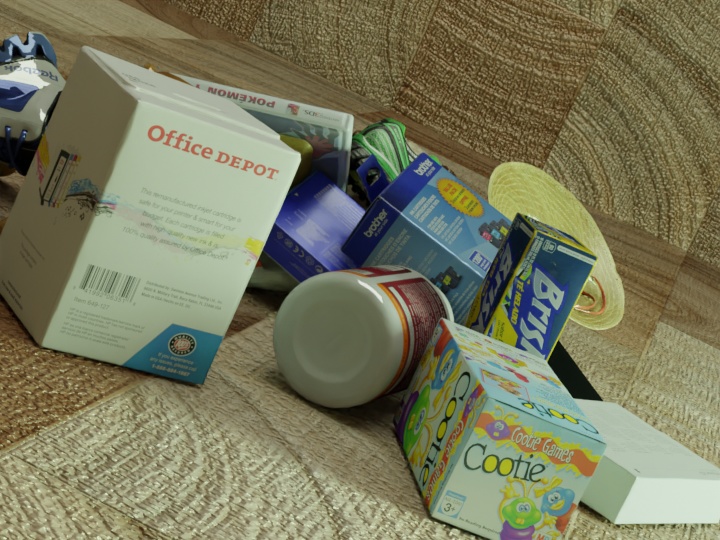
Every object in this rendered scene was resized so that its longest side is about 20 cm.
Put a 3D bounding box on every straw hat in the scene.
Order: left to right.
[{"bbox_3d":[0.173,-0.005,1.876,0.201,0.085,0.201,29,40,-28],"label":"straw hat"}]

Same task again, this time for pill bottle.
[{"bbox_3d":[0.012,0.053,1.568,0.113,0.113,0.200,28,12,17],"label":"pill bottle"}]

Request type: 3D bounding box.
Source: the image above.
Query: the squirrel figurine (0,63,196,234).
[{"bbox_3d":[-0.184,-0.082,1.582,0.141,0.187,0.200,28,12,19],"label":"squirrel figurine"}]

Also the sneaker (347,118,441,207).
[{"bbox_3d":[0.067,-0.067,1.838,0.200,0.085,0.078,52,-21,-15],"label":"sneaker"}]

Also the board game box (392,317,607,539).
[{"bbox_3d":[0.104,0.128,1.437,0.105,0.103,0.200,22,11,-12],"label":"board game box"}]

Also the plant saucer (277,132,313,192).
[{"bbox_3d":[-0.154,-0.088,1.804,0.200,0.048,0.200,15,-23,1],"label":"plant saucer"}]

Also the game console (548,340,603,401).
[{"bbox_3d":[0.146,0.106,1.855,0.176,0.117,0.200,-3,2,18],"label":"game console"}]

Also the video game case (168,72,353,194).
[{"bbox_3d":[-0.100,-0.117,1.793,0.182,0.023,0.200,13,-24,3],"label":"video game case"}]

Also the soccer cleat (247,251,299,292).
[{"bbox_3d":[-0.044,0.006,1.807,0.200,0.078,0.069,-5,33,-27],"label":"soccer cleat"}]

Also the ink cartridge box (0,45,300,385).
[{"bbox_3d":[-0.168,-0.043,1.400,0.147,0.200,0.145,18,13,-33],"label":"ink cartridge box"}]

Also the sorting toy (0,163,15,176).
[{"bbox_3d":[-0.397,-0.142,1.667,0.200,0.107,0.180,29,20,9],"label":"sorting toy"}]

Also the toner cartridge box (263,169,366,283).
[{"bbox_3d":[0.000,0.000,1.743,0.200,0.043,0.095,41,45,8],"label":"toner cartridge box"}]

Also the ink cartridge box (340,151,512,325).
[{"bbox_3d":[0.072,-0.026,1.715,0.200,0.076,0.136,37,29,2],"label":"ink cartridge box"}]

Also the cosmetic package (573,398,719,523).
[{"bbox_3d":[0.229,0.170,1.647,0.151,0.052,0.200,30,12,36],"label":"cosmetic package"}]

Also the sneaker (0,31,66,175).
[{"bbox_3d":[-0.319,-0.122,1.548,0.199,0.081,0.115,-29,60,-26],"label":"sneaker"}]

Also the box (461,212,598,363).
[{"bbox_3d":[0.125,0.057,1.563,0.064,0.200,0.070,22,11,-15],"label":"box"}]

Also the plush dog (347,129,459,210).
[{"bbox_3d":[0.015,-0.060,1.931,0.200,0.172,0.160,27,10,20],"label":"plush dog"}]
